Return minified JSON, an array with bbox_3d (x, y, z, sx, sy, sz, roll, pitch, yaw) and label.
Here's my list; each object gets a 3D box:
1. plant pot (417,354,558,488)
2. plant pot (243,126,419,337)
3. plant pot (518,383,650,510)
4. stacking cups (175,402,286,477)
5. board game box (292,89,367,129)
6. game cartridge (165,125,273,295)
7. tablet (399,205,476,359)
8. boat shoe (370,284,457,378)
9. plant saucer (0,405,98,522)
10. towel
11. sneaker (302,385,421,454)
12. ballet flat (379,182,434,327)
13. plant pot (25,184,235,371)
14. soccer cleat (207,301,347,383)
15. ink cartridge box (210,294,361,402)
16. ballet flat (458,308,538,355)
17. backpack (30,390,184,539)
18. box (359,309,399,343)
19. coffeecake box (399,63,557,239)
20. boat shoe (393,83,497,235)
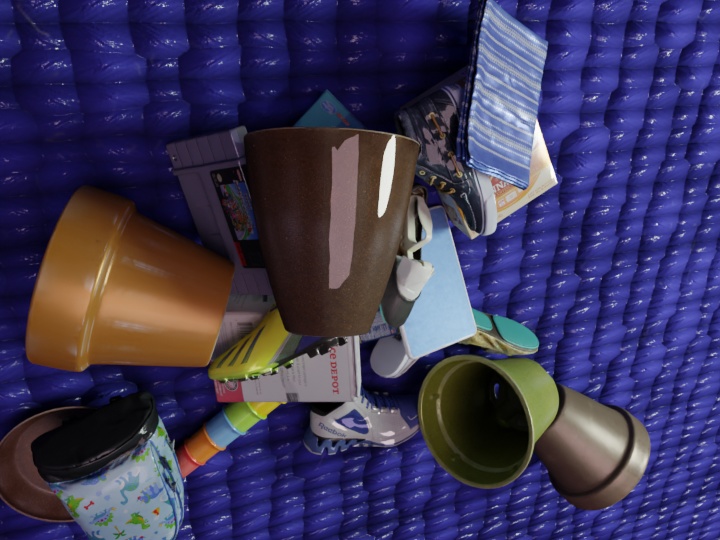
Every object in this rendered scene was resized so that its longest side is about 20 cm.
[{"bbox_3d":[0.225,0.221,0.990,0.183,0.200,0.202,-6,120,-49],"label":"plant pot"},{"bbox_3d":[-0.034,-0.036,0.655,0.185,0.187,0.202,1,94,-21],"label":"plant pot"},{"bbox_3d":[0.386,0.301,1.111,0.174,0.200,0.201,39,97,-14],"label":"plant pot"},{"bbox_3d":[-0.206,0.232,0.915,0.199,0.061,0.061,-37,122,2],"label":"stacking cups"},{"bbox_3d":[-0.056,-0.098,0.770,0.200,0.047,0.151,-45,81,5],"label":"board game box"},{"bbox_3d":[-0.155,-0.065,0.735,0.038,0.129,0.202,-33,115,-41],"label":"game cartridge"},{"bbox_3d":[0.095,0.014,0.884,0.129,0.014,0.202,-16,92,-29],"label":"tablet"},{"bbox_3d":[0.088,0.079,0.954,0.201,0.073,0.065,-52,152,2],"label":"boat shoe"},{"bbox_3d":[-0.406,0.266,0.865,0.198,0.037,0.202,-9,116,-18],"label":"plant saucer"},{"bbox_3d":[0.179,-0.211,0.749,0.144,0.024,0.202,12,86,-41],"label":"towel"},{"bbox_3d":[0.005,0.218,0.973,0.197,0.081,0.116,-9,119,-15],"label":"sneaker"},{"bbox_3d":[0.062,-0.025,0.821,0.068,0.068,0.202,7,81,-43],"label":"ballet flat"},{"bbox_3d":[-0.247,0.026,0.697,0.182,0.200,0.202,16,108,-15],"label":"plant pot"},{"bbox_3d":[-0.106,0.082,0.761,0.199,0.065,0.084,-23,80,17],"label":"soccer cleat"},{"bbox_3d":[-0.100,0.099,0.837,0.198,0.085,0.147,0,117,5],"label":"ink cartridge box"},{"bbox_3d":[0.206,0.105,1.012,0.199,0.071,0.071,20,106,-28],"label":"ballet flat"},{"bbox_3d":[-0.316,0.290,0.821,0.162,0.154,0.201,-21,133,-18],"label":"backpack"},{"bbox_3d":[0.000,0.000,0.866,0.064,0.070,0.201,-15,120,4],"label":"box"},{"bbox_3d":[0.168,-0.173,0.852,0.153,0.073,0.201,-32,121,-3],"label":"coffeecake box"},{"bbox_3d":[0.106,-0.124,0.776,0.090,0.071,0.202,-23,113,-5],"label":"boat shoe"}]
